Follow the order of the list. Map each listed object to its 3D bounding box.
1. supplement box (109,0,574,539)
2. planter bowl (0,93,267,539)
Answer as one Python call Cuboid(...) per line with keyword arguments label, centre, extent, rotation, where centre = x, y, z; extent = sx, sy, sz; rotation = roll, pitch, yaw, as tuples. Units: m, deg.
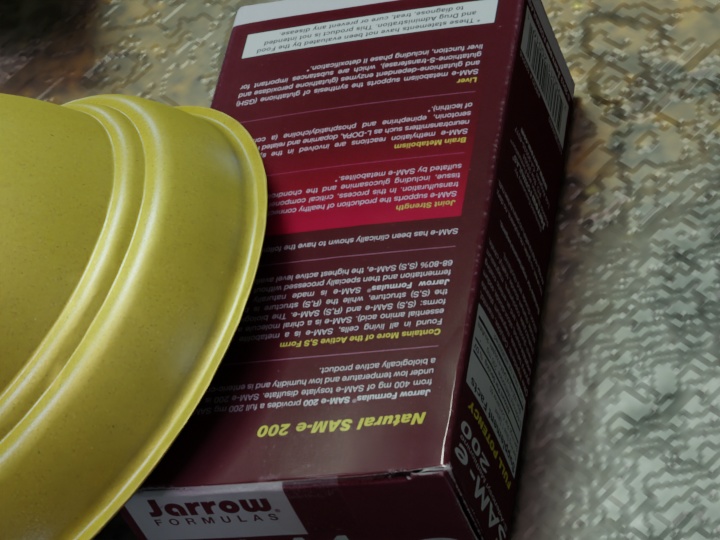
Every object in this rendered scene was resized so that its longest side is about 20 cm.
Cuboid(label="supplement box", centre=(0.000, 0.000, 0.714), extent=(0.108, 0.061, 0.201), rotation=(-5, 48, 22))
Cuboid(label="planter bowl", centre=(-0.128, 0.007, 0.699), extent=(0.200, 0.083, 0.201), rotation=(-31, 36, 26))
